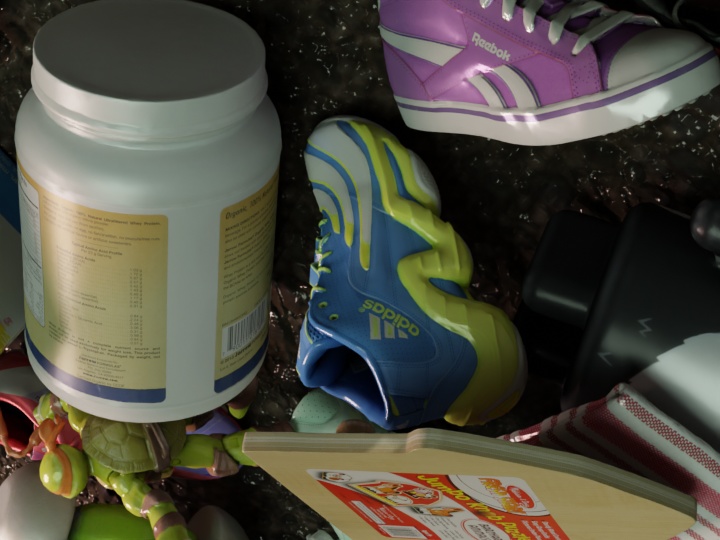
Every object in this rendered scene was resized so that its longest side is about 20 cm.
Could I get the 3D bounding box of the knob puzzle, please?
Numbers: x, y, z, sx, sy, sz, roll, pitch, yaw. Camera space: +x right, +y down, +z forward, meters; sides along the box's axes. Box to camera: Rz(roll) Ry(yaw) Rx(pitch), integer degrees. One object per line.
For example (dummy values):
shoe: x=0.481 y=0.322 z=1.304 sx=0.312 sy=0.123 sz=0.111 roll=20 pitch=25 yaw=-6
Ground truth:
knob puzzle: x=0.065 y=0.104 z=0.729 sx=0.216 sy=0.031 sz=0.220 roll=8 pitch=157 yaw=3

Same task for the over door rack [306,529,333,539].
over door rack: x=-0.065 y=0.268 z=0.955 sx=0.067 sy=0.147 sz=0.201 roll=46 pitch=153 yaw=29

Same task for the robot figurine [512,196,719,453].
robot figurine: x=0.177 y=0.042 z=0.760 sx=0.198 sy=0.150 sz=0.126 roll=21 pitch=83 yaw=9

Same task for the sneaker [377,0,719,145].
sneaker: x=0.074 y=-0.124 z=0.702 sx=0.199 sy=0.072 sz=0.116 roll=8 pitch=120 yaw=47

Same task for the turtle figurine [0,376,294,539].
turtle figurine: x=-0.128 y=0.096 z=0.872 sx=0.200 sy=0.160 sz=0.065 roll=40 pitch=131 yaw=40

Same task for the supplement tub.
supplement tub: x=-0.117 y=-0.034 z=0.822 sx=0.143 sy=0.145 sz=0.202 roll=15 pitch=125 yaw=13

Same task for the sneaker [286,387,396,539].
sneaker: x=0.003 y=0.152 z=0.949 sx=0.118 sy=0.074 sz=0.202 roll=35 pitch=148 yaw=30

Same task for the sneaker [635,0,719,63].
sneaker: x=0.184 y=-0.110 z=0.690 sx=0.199 sy=0.082 sz=0.077 roll=34 pitch=127 yaw=0

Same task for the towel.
towel: x=0.132 y=0.123 z=0.780 sx=0.146 sy=0.030 sz=0.200 roll=35 pitch=147 yaw=-15

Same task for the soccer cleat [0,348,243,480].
soccer cleat: x=-0.171 y=0.107 z=0.975 sx=0.197 sy=0.077 sz=0.067 roll=15 pitch=125 yaw=13

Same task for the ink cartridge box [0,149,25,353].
ink cartridge box: x=-0.291 y=0.022 z=0.894 sx=0.145 sy=0.201 sz=0.147 roll=46 pitch=126 yaw=-10

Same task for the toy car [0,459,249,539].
toy car: x=-0.177 y=0.224 z=0.971 sx=0.173 sy=0.152 sz=0.200 roll=23 pitch=145 yaw=-25

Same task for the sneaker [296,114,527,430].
sneaker: x=0.000 y=0.000 z=0.771 sx=0.201 sy=0.104 sz=0.076 roll=54 pitch=146 yaw=31
